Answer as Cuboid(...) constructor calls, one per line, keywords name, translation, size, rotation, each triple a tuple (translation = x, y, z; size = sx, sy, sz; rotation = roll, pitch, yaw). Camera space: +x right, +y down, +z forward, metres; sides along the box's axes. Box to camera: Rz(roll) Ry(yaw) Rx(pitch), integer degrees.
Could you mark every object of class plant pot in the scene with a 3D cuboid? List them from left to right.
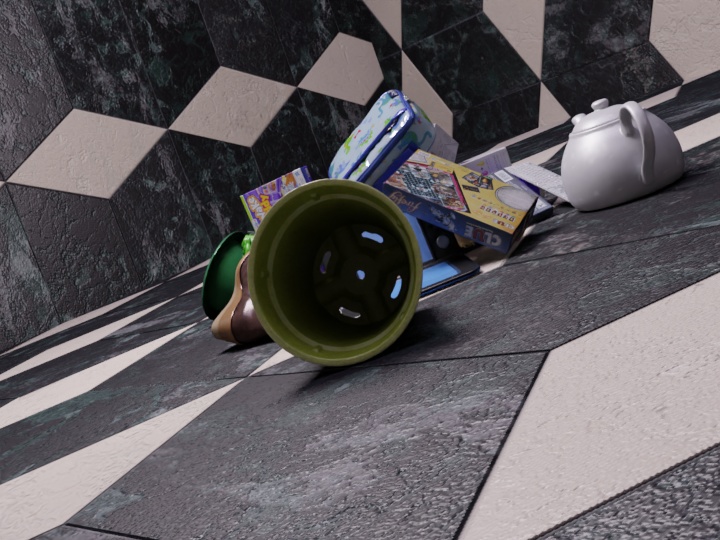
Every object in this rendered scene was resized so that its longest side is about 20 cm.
Cuboid(name="plant pot", translation=(-0.015, 0.003, 1.149), size=(0.197, 0.204, 0.184), rotation=(-19, -4, 8))

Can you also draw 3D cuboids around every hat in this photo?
Cuboid(name="hat", translation=(-0.182, 0.039, 1.795), size=(0.173, 0.168, 0.201), rotation=(16, 46, 18))

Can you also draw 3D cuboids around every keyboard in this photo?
Cuboid(name="keyboard", translation=(0.314, -0.150, 1.633), size=(0.055, 0.011, 0.200), rotation=(-11, 24, -22))

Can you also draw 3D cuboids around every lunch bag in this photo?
Cuboid(name="lunch bag", translation=(0.035, -0.201, 1.660), size=(0.200, 0.082, 0.162), rotation=(-48, 28, 17))

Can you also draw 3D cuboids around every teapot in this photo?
Cuboid(name="teapot", translation=(0.383, -0.185, 1.464), size=(0.198, 0.148, 0.196), rotation=(-13, 11, 41))

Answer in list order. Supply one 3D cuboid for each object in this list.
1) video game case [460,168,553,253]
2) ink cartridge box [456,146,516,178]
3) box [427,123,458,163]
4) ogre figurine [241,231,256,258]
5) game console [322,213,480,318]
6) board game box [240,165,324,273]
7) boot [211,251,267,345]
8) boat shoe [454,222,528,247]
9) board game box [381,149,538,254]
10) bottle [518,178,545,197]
Cuboid(name="video game case", translation=(0.188, -0.094, 1.569), size=(0.197, 0.019, 0.143), rotation=(-24, 41, -16))
Cuboid(name="ink cartridge box", translation=(0.181, -0.130, 1.746), size=(0.197, 0.117, 0.068), rotation=(-22, 7, -3))
Cuboid(name="box", translation=(0.074, -0.156, 1.698), size=(0.199, 0.060, 0.118), rotation=(-30, 34, 43))
Cuboid(name="ogre figurine", translation=(-0.139, 0.001, 1.664), size=(0.118, 0.100, 0.200), rotation=(5, 11, -15))
Cuboid(name="game console", translation=(0.048, -0.022, 1.371), size=(0.197, 0.173, 0.119), rotation=(-21, -19, -4))
Cuboid(name="board game box", translation=(-0.125, -0.076, 1.843), size=(0.133, 0.203, 0.045), rotation=(-22, 5, 17))
Cuboid(name="boot", translation=(-0.126, 0.030, 1.477), size=(0.164, 0.073, 0.202), rotation=(-8, 42, 38))
Cuboid(name="boat shoe", translation=(0.157, -0.072, 1.477), size=(0.197, 0.068, 0.074), rotation=(17, 26, 25))
Cuboid(name="board game box", translation=(0.144, -0.103, 1.408), size=(0.197, 0.035, 0.136), rotation=(24, 35, 15))
Cuboid(name="bottle", translation=(0.225, -0.108, 1.662), size=(0.198, 0.066, 0.083), rotation=(-24, 12, -22))
